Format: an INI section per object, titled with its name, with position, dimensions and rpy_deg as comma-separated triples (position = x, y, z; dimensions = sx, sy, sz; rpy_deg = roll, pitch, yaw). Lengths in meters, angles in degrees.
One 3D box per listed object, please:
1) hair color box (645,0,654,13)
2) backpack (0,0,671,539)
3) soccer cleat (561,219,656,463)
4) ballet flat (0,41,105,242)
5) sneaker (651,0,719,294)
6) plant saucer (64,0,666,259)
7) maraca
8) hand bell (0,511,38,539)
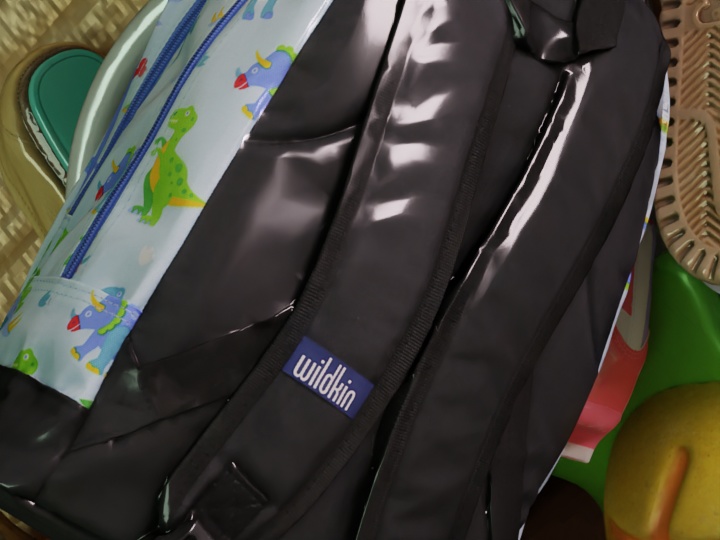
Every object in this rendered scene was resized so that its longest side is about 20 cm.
[hair color box]
position = 0.020, -0.131, 0.851
dimensions = 0.098, 0.061, 0.201
rpy_deg = -10, 116, 12
[backpack]
position = -0.003, -0.010, 0.773
dimensions = 0.201, 0.163, 0.154
rpy_deg = -61, 27, 2
[soccer cleat]
position = 0.000, 0.000, 0.897
dimensions = 0.199, 0.067, 0.077
rpy_deg = 16, 86, 33
[ballet flat]
position = -0.066, 0.013, 1.033
dimensions = 0.201, 0.068, 0.063
rpy_deg = 60, 148, 8
[sneaker]
position = 0.134, -0.074, 0.845
dimensions = 0.070, 0.108, 0.201
rpy_deg = -2, 69, 31
[plant saucer]
position = 0.004, -0.019, 0.967
dimensions = 0.199, 0.050, 0.201
rpy_deg = 2, 104, 9
[maraca]
position = 0.124, 0.074, 0.899
dimensions = 0.200, 0.107, 0.137
rpy_deg = 44, 136, 5
[hand bell]
position = -0.150, 0.084, 1.086
dimensions = 0.200, 0.104, 0.104
rpy_deg = 45, 118, -2
